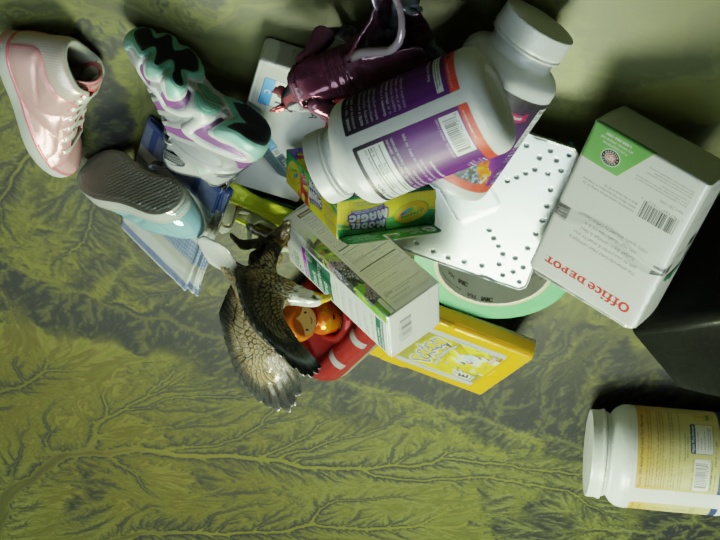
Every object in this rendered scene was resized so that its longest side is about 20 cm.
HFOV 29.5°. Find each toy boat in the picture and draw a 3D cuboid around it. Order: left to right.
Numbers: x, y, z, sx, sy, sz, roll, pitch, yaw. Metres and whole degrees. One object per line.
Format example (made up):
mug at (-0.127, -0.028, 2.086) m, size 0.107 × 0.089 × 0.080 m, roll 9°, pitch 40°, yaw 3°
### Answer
toy boat at (-0.050, 0.059, 1.740) m, size 0.131 × 0.131 × 0.200 m, roll -10°, pitch 154°, yaw -42°

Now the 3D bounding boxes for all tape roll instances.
tape roll at (0.167, -0.021, 1.701) m, size 0.200 × 0.048 × 0.201 m, roll 5°, pitch 138°, yaw 5°

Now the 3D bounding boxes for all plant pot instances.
plant pot at (0.439, 0.042, 1.630) m, size 0.177 × 0.200 × 0.200 m, roll -15°, pitch 135°, yaw 37°

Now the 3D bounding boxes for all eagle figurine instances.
eagle figurine at (-0.107, 0.046, 1.582) m, size 0.151 × 0.200 × 0.152 m, roll -10°, pitch 153°, yaw 31°

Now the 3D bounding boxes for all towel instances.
towel at (-0.227, -0.076, 1.673) m, size 0.147 × 0.024 × 0.200 m, roll 42°, pitch 139°, yaw 16°

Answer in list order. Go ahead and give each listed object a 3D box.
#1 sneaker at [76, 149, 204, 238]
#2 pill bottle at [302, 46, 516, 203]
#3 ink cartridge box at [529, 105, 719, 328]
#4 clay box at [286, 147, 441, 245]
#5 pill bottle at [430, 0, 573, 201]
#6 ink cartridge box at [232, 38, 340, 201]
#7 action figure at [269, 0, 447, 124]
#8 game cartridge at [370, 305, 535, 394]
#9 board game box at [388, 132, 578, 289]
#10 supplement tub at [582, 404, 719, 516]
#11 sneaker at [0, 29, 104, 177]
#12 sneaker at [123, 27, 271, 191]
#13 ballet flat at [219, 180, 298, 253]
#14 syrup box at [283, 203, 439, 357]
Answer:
sneaker at (-0.262, -0.080, 1.633) m, size 0.200 × 0.074 × 0.082 m, roll 28°, pitch 159°, yaw 41°
pill bottle at (0.047, -0.138, 1.370) m, size 0.200 × 0.113 × 0.112 m, roll -21°, pitch 131°, yaw 19°
ink cartridge box at (0.299, -0.059, 1.531) m, size 0.146 × 0.084 × 0.200 m, roll 34°, pitch 124°, yaw 18°
clay box at (0.003, -0.088, 1.499) m, size 0.115 × 0.200 × 0.048 m, roll -9°, pitch 116°, yaw -19°
pill bottle at (0.137, -0.183, 1.456) m, size 0.111 × 0.111 × 0.200 m, roll 24°, pitch 117°, yaw -17°
ink cartridge box at (-0.050, -0.160, 1.584) m, size 0.176 × 0.045 × 0.200 m, roll 16°, pitch 138°, yaw -7°
action figure at (-0.012, -0.202, 1.426) m, size 0.200 × 0.134 × 0.149 m, roll -20°, pitch 175°, yaw 19°
game cartridge at (0.107, 0.100, 1.822) m, size 0.200 × 0.032 × 0.176 m, roll 19°, pitch 154°, yaw -12°
board game box at (0.128, -0.092, 1.590) m, size 0.200 × 0.026 × 0.200 m, roll 19°, pitch 124°, yaw 2°
supplement tub at (0.415, 0.261, 1.902) m, size 0.200 × 0.145 × 0.145 m, roll 5°, pitch 138°, yaw 4°
sneaker at (-0.337, -0.188, 1.574) m, size 0.104 × 0.075 × 0.200 m, roll 1°, pitch 134°, yaw 16°
sneaker at (-0.211, -0.168, 1.544) m, size 0.200 × 0.078 × 0.140 m, roll 44°, pitch 129°, yaw -3°
ballet flat at (-0.140, -0.068, 1.675) m, size 0.200 × 0.067 × 0.067 m, roll 24°, pitch 159°, yaw -19°
syrup box at (0.000, 0.000, 1.604) m, size 0.200 × 0.081 × 0.079 m, roll 42°, pitch 154°, yaw 31°
